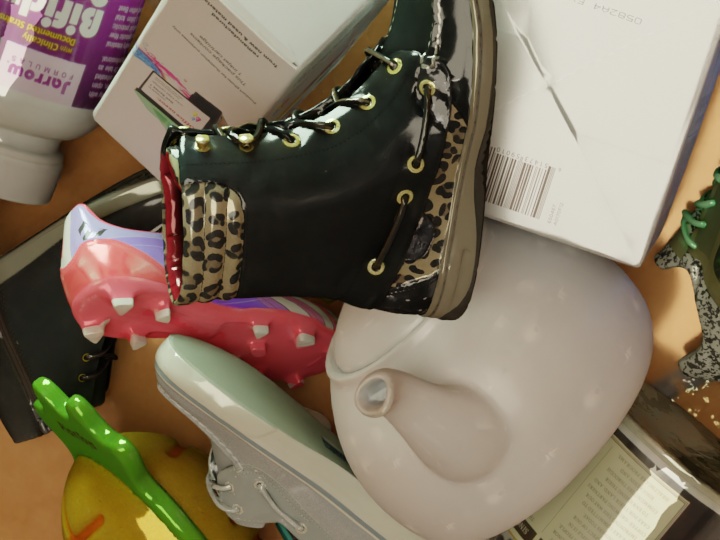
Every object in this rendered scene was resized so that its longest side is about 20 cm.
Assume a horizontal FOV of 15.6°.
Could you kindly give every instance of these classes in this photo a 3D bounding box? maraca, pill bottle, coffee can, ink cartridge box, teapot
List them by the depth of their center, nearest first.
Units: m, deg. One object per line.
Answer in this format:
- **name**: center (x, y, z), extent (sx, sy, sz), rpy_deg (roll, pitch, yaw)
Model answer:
- **teapot**: center (0.051, 0.037, 1.416), extent (0.146, 0.200, 0.198), rpy_deg (43, 68, -16)
- **ink cartridge box**: center (-0.049, -0.137, 1.419), extent (0.084, 0.200, 0.145), rpy_deg (43, 62, -1)
- **coffee can**: center (0.124, 0.173, 1.474), extent (0.146, 0.146, 0.200), rpy_deg (39, 102, 3)
- **pill bottle**: center (-0.185, -0.145, 1.508), extent (0.112, 0.112, 0.201), rpy_deg (21, 100, 7)
- **maraca**: center (-0.123, 0.141, 1.515), extent (0.107, 0.137, 0.200), rpy_deg (-44, 120, -20)

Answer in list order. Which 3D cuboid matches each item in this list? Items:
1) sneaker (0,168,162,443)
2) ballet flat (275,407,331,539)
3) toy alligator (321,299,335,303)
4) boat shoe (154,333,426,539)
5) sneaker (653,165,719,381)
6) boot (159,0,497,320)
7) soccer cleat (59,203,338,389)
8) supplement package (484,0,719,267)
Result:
- **sneaker**: center (-0.150, 0.016, 1.548), extent (0.200, 0.075, 0.106), rpy_deg (-30, 96, 21)
- **ballet flat**: center (-0.033, 0.124, 1.545), extent (0.074, 0.074, 0.200), rpy_deg (-31, 94, 12)
- **toy alligator**: center (0.000, 0.000, 1.522), extent (0.059, 0.054, 0.200), rpy_deg (-32, 91, 13)
- **boat shoe**: center (-0.047, 0.116, 1.460), extent (0.201, 0.070, 0.072), rpy_deg (39, 102, -20)
- **sneaker**: center (0.205, -0.023, 1.478), extent (0.088, 0.077, 0.201), rpy_deg (-2, 94, 20)
- **boot**: center (-0.017, -0.075, 1.274), extent (0.153, 0.073, 0.205), rpy_deg (-1, 102, -15)
- **soccer cleat**: center (-0.084, 0.014, 1.493), extent (0.067, 0.199, 0.077), rpy_deg (-39, 53, 36)
- **supplement package**: center (0.111, -0.104, 1.414), extent (0.151, 0.200, 0.151), rpy_deg (19, 99, 7)
